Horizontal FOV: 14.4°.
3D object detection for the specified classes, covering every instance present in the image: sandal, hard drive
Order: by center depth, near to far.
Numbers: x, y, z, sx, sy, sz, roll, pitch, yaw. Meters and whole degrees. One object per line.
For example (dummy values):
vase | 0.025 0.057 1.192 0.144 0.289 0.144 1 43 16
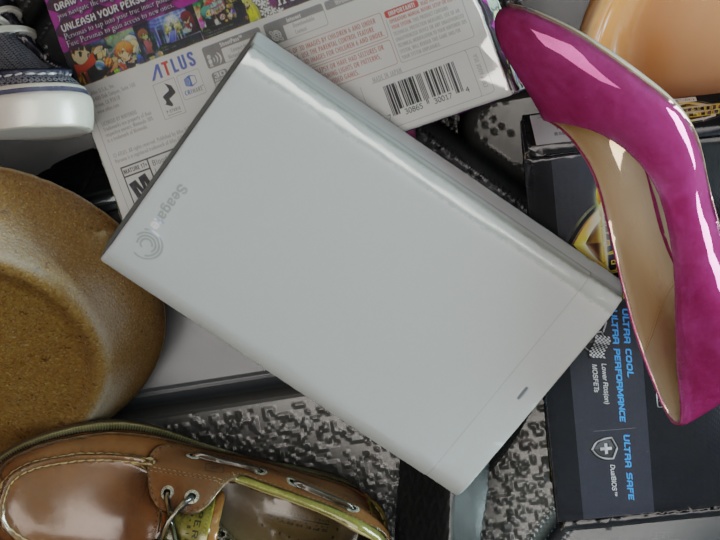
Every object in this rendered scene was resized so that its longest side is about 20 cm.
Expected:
hard drive | 0.000 0.000 1.281 0.199 0.026 0.132 33 118 -9
sandal | 0.054 0.065 1.371 0.048 0.075 0.202 3 102 -27

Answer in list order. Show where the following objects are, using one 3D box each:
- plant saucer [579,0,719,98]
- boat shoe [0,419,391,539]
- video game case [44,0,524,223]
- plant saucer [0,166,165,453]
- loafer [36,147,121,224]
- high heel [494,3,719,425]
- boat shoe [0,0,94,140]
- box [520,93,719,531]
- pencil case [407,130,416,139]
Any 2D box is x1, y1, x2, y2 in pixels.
plant saucer | 0.194 -0.094 1.308 0.198 0.038 0.201 -1 119 -1
boat shoe | -0.081 0.114 1.355 0.198 0.068 0.073 4 97 -16
video game case | -0.046 -0.134 1.283 0.199 0.036 0.182 -19 93 19
plant saucer | -0.192 0.033 1.353 0.199 0.036 0.201 -1 135 -1
loafer | -0.147 -0.008 1.387 0.199 0.073 0.073 -17 111 16
high heel | 0.109 -0.024 1.226 0.200 0.067 0.096 43 83 -29
boat shoe | -0.181 -0.107 1.318 0.074 0.200 0.094 -2 93 -30
box | 0.179 0.016 1.315 0.197 0.050 0.201 -5 115 3
pencil case | -0.021 -0.058 1.349 0.093 0.091 0.202 -9 96 -26
